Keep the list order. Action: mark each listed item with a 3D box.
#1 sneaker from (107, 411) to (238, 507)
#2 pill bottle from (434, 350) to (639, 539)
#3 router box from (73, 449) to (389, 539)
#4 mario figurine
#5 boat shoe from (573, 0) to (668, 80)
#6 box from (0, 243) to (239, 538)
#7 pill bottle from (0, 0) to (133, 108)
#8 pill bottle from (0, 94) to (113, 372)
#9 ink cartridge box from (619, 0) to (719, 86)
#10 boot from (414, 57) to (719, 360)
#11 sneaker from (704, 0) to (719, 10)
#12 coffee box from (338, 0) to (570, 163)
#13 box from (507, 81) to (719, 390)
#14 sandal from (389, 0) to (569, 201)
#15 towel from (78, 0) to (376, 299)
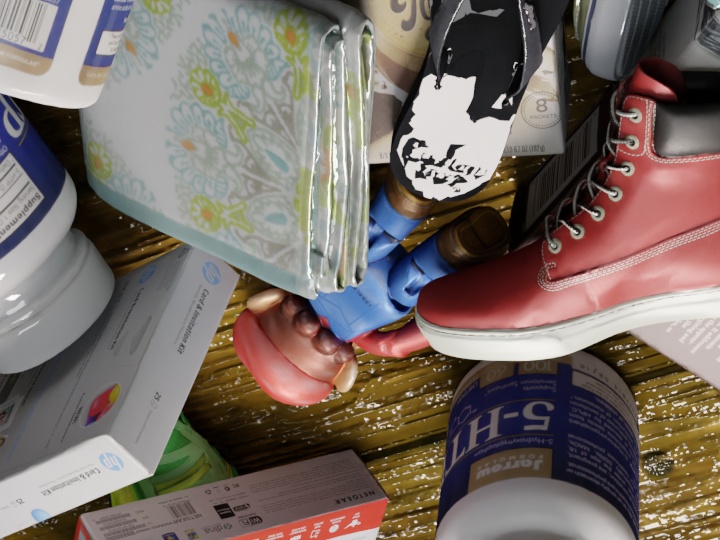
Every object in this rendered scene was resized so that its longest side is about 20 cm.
[{"bbox_3d":[-0.121,0.121,1.316,0.083,0.074,0.201,-11,124,-13],"label":"sneaker"},{"bbox_3d":[0.104,0.147,1.213,0.119,0.200,0.120,3,126,5],"label":"pill bottle"},{"bbox_3d":[-0.094,0.212,1.314,0.199,0.049,0.180,-11,134,-32],"label":"router box"},{"bbox_3d":[0.000,0.000,1.199,0.106,0.124,0.200,0,151,-42],"label":"mario figurine"},{"bbox_3d":[0.132,-0.195,1.058,0.062,0.072,0.201,22,125,23],"label":"boat shoe"},{"bbox_3d":[-0.171,0.076,1.203,0.200,0.156,0.041,-27,120,39],"label":"box"},{"bbox_3d":[-0.153,-0.192,1.035,0.111,0.111,0.201,20,102,-7],"label":"pill bottle"},{"bbox_3d":[-0.231,-0.044,1.163,0.119,0.120,0.200,-23,120,22],"label":"pill bottle"},{"bbox_3d":[0.245,-0.119,1.075,0.144,0.084,0.200,29,123,-11],"label":"ink cartridge box"},{"bbox_3d":[0.114,-0.036,1.060,0.199,0.073,0.145,-13,122,7],"label":"boot"},{"bbox_3d":[0.253,-0.137,0.965,0.199,0.078,0.087,19,120,-5],"label":"sneaker"},{"bbox_3d":[0.046,-0.162,1.075,0.112,0.080,0.201,-3,125,10],"label":"coffee box"},{"bbox_3d":[0.193,-0.008,1.170,0.200,0.075,0.100,33,123,-13],"label":"box"},{"bbox_3d":[0.062,-0.114,1.030,0.076,0.043,0.201,9,126,-1],"label":"sandal"},{"bbox_3d":[-0.077,-0.090,1.118,0.199,0.048,0.172,24,129,30],"label":"towel"}]
